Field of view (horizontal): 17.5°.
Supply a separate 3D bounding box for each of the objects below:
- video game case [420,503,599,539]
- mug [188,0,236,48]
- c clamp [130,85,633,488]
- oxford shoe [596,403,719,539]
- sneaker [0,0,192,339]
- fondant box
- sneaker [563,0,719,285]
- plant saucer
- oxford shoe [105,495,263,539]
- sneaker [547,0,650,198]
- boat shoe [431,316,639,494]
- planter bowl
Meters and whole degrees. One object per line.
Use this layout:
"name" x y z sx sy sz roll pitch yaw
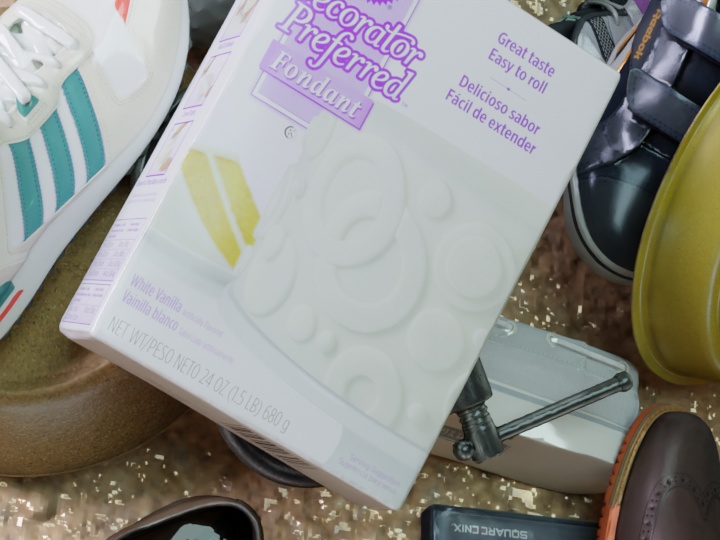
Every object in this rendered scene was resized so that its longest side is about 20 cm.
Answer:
"video game case" 0.094 0.207 1.015 0.142 0.019 0.201 8 66 -16
"mug" -0.049 -0.173 1.016 0.174 0.200 0.149 -11 91 -16
"c clamp" 0.000 0.000 0.972 0.170 0.027 0.201 -29 98 -17
"oxford shoe" 0.148 0.152 0.996 0.071 0.072 0.201 14 68 -37
"sneaker" -0.138 -0.056 0.903 0.070 0.093 0.200 31 86 23
"fondant box" -0.007 -0.027 0.925 0.144 0.058 0.201 31 79 -17
"sneaker" 0.154 -0.091 1.049 0.078 0.079 0.201 27 74 -10
"plant saucer" -0.140 -0.015 0.970 0.199 0.035 0.201 0 83 0
"oxford shoe" -0.117 0.153 0.928 0.073 0.084 0.200 46 64 1
"sneaker" 0.123 -0.124 1.121 0.139 0.078 0.201 7 67 -17
"boat shoe" 0.037 0.036 1.033 0.199 0.072 0.069 18 62 -11
"planter bowl" 0.216 -0.018 1.036 0.200 0.201 0.083 -37 51 -27
